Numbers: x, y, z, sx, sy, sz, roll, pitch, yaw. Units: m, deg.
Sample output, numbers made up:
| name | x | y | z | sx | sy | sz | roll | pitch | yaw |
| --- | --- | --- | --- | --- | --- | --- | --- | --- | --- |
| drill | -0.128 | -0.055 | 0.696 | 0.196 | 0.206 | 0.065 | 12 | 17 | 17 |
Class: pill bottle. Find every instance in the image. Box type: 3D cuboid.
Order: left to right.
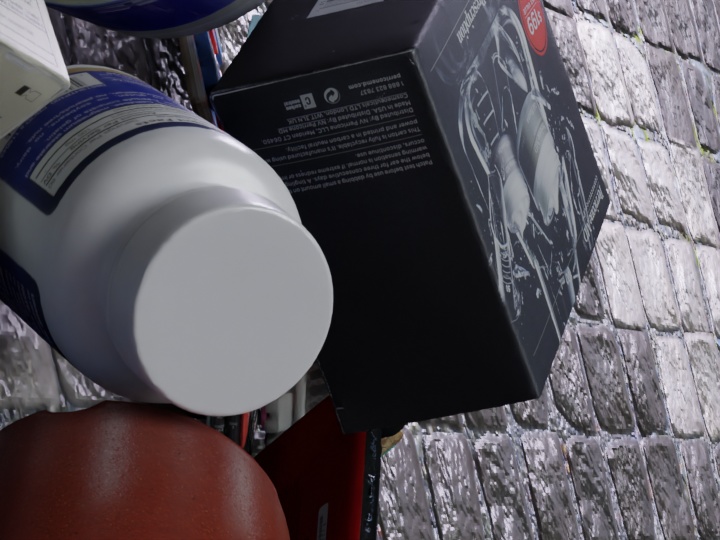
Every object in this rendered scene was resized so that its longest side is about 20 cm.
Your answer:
| name | x | y | z | sx | sy | sz | roll | pitch | yaw |
| --- | --- | --- | --- | --- | --- | --- | --- | --- | --- |
| pill bottle | -0.092 | -0.011 | 1.259 | 0.120 | 0.119 | 0.200 | 61 | -13 | -28 |

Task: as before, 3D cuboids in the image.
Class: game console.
| name | x | y | z | sx | sy | sz | roll | pitch | yaw |
| --- | --- | --- | --- | --- | --- | --- | --- | --- | --- |
| game console | -0.008 | 0.186 | 1.456 | 0.118 | 0.172 | 0.201 | 26 | 45 | -25 |

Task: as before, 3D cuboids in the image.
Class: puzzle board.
| name | x | y | z | sx | sy | sz | roll | pitch | yaw |
| --- | --- | --- | --- | --- | --- | --- | --- | --- | --- |
| puzzle board | -0.085 | -0.134 | 1.513 | 0.200 | 0.017 | 0.152 | 82 | -3 | -78 |

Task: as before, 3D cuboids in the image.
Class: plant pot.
| name | x | y | z | sx | sy | sz | roll | pitch | yaw |
| --- | --- | --- | --- | --- | --- | --- | --- | --- | --- |
| plant pot | -0.103 | 0.169 | 1.162 | 0.201 | 0.200 | 0.196 | 58 | 20 | -33 |

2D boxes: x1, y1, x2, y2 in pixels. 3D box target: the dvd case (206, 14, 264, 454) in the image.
| name | x | y | z | sx | sy | sz | roll | pitch | yaw |
| --- | --- | --- | --- | --- | --- | --- | --- | --- | --- |
| dvd case | -0.057 | -0.005 | 1.458 | 0.146 | 0.022 | 0.201 | -81 | 177 | -51 |

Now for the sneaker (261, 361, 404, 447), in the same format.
| name | x | y | z | sx | sy | sz | roll | pitch | yaw |
| --- | --- | --- | --- | --- | --- | --- | --- | --- | --- |
| sneaker | 0.000 | 0.000 | 1.518 | 0.074 | 0.087 | 0.201 | -68 | 163 | -81 |

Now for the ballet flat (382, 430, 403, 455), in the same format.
| name | x | y | z | sx | sy | sz | roll | pitch | yaw |
| --- | --- | --- | --- | --- | --- | --- | --- | --- | --- |
| ballet flat | -0.018 | 0.011 | 1.596 | 0.071 | 0.065 | 0.201 | 136 | -59 | -85 |

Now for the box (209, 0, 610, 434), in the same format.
| name | x | y | z | sx | sy | sz | roll | pitch | yaw |
| --- | --- | --- | --- | --- | --- | --- | --- | --- | --- |
| box | 0.031 | -0.056 | 1.390 | 0.200 | 0.104 | 0.183 | -64 | 138 | -57 |

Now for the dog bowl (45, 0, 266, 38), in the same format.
| name | x | y | z | sx | sy | sz | roll | pitch | yaw |
| --- | --- | --- | --- | --- | --- | --- | --- | --- | --- |
| dog bowl | -0.105 | -0.215 | 1.382 | 0.079 | 0.199 | 0.201 | 12 | 64 | -63 |

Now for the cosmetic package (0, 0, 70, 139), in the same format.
| name | x | y | z | sx | sy | sz | roll | pitch | yaw |
| --- | --- | --- | --- | --- | --- | --- | --- | --- | --- |
| cosmetic package | -0.199 | -0.145 | 1.164 | 0.103 | 0.087 | 0.201 | 29 | 35 | -51 |
